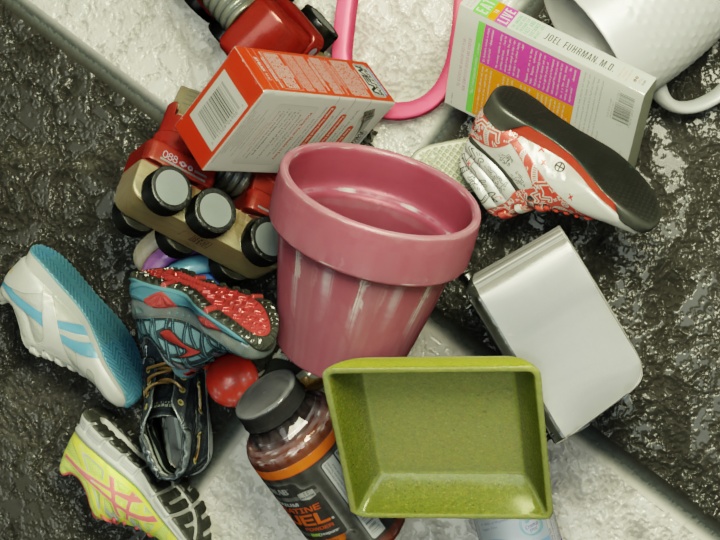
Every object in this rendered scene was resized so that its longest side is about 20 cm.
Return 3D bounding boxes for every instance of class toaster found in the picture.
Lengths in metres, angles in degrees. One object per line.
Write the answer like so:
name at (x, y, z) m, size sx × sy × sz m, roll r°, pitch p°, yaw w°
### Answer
toaster at (0.186, 0.054, 1.511) m, size 0.118 × 0.181 × 0.201 m, roll -32°, pitch 87°, yaw 6°

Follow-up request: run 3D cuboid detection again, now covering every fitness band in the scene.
fitness band at (0.044, -0.256, 1.605) m, size 0.142 × 0.037 × 0.202 m, roll 8°, pitch 91°, yaw 13°

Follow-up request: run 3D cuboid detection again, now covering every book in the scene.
book at (0.180, -0.176, 1.492) m, size 0.199 × 0.134 × 0.048 m, roll 30°, pitch 60°, yaw 17°

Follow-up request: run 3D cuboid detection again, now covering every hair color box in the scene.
hair color box at (-0.071, -0.153, 1.519) m, size 0.111 × 0.199 × 0.064 m, roll -47°, pitch 63°, yaw 29°

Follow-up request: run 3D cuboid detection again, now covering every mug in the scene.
mug at (0.302, -0.247, 1.511) m, size 0.175 × 0.148 × 0.201 m, roll -35°, pitch 108°, yaw -3°

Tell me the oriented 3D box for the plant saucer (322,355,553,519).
plant saucer at (0.077, 0.148, 1.451) m, size 0.198 × 0.048 × 0.201 m, roll -1°, pitch 130°, yaw 11°

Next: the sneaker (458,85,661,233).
sneaker at (0.186, -0.080, 1.490) m, size 0.201 × 0.067 × 0.108 m, roll 38°, pitch 132°, yaw 8°

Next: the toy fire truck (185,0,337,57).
toy fire truck at (-0.121, -0.279, 1.525) m, size 0.129 × 0.200 × 0.176 m, roll -43°, pitch 74°, yaw 14°

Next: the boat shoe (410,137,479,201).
boat shoe at (0.142, -0.106, 1.576) m, size 0.198 × 0.062 × 0.075 m, roll -7°, pitch 85°, yaw -5°

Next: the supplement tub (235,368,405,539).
supplement tub at (-0.044, 0.195, 1.551) m, size 0.106 × 0.107 × 0.201 m, roll -30°, pitch 114°, yaw 9°

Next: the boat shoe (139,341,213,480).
boat shoe at (-0.197, 0.118, 1.622) m, size 0.070 × 0.091 × 0.203 m, roll -11°, pitch 89°, yaw 10°

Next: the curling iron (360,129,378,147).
curling iron at (0.013, -0.063, 1.613) m, size 0.049 × 0.026 × 0.202 m, roll -16°, pitch 87°, yaw 23°

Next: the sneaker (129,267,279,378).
sneaker at (-0.149, 0.061, 1.504) m, size 0.199 × 0.079 × 0.097 m, roll 21°, pitch 113°, yaw 45°

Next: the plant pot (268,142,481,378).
plant pot at (0.000, 0.000, 1.478) m, size 0.198 × 0.200 × 0.181 m, roll 19°, pitch 115°, yaw 9°

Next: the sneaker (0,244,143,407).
sneaker at (-0.306, 0.071, 1.656) m, size 0.081 × 0.076 × 0.200 m, roll -43°, pitch 78°, yaw 17°

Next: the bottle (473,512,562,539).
bottle at (0.145, 0.208, 1.575) m, size 0.083 × 0.065 × 0.202 m, roll -15°, pitch 88°, yaw 11°

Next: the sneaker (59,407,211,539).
sneaker at (-0.240, 0.243, 1.647) m, size 0.200 × 0.078 × 0.090 m, roll 45°, pitch 106°, yaw 12°

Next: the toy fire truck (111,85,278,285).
toy fire truck at (-0.148, -0.106, 1.577) m, size 0.175 × 0.128 × 0.202 m, roll 27°, pitch 62°, yaw -23°

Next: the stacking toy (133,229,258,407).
stacking toy at (-0.161, 0.051, 1.593) m, size 0.085 × 0.085 × 0.201 m, roll -30°, pitch 69°, yaw 9°

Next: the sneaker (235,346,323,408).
sneaker at (-0.053, 0.076, 1.612) m, size 0.199 × 0.076 × 0.088 m, roll -32°, pitch 79°, yaw 0°
